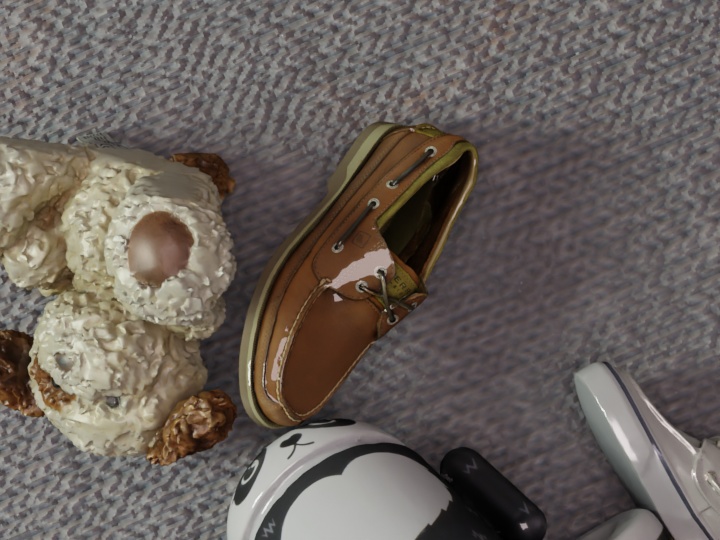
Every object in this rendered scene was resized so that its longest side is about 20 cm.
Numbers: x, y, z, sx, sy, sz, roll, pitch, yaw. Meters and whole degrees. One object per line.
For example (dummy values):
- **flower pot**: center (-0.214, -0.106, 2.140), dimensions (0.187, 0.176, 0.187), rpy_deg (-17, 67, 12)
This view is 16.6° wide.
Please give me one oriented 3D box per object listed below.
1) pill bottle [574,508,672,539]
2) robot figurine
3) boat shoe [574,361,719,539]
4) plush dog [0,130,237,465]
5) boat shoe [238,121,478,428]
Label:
- **pill bottle**: center (0.173, 0.243, 1.385), dimensions (0.111, 0.111, 0.200), rpy_deg (-35, 91, -1)
- **robot figurine**: center (0.011, 0.164, 1.336), dimensions (0.150, 0.200, 0.125), rpy_deg (8, 115, -41)
- **boat shoe**: center (0.197, 0.128, 1.410), dimensions (0.066, 0.072, 0.200), rpy_deg (-35, 89, -6)
- **plush dog**: center (-0.137, 0.021, 1.394), dimensions (0.200, 0.160, 0.172), rpy_deg (17, 104, 28)
- **boat shoe**: center (0.000, 0.000, 1.374), dimensions (0.068, 0.072, 0.200), rpy_deg (9, 64, 38)
